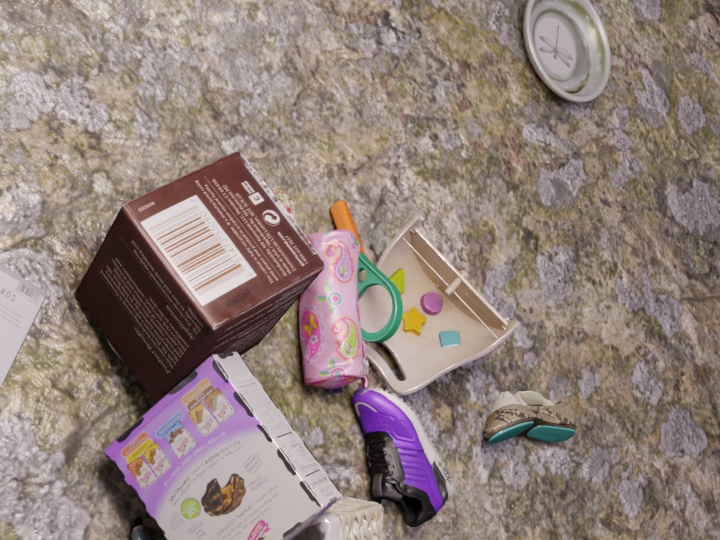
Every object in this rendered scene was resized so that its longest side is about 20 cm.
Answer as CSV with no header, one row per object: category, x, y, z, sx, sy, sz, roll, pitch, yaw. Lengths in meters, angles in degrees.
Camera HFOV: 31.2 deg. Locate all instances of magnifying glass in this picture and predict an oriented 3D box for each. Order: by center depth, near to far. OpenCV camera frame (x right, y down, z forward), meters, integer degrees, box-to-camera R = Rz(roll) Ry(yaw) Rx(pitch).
magnifying glass,0.000,0.000,1.659,0.022,0.080,0.200,16,49,-51

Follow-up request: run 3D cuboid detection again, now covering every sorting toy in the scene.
sorting toy,0.071,0.066,1.704,0.200,0.107,0.180,47,67,2

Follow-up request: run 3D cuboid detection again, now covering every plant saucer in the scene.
plant saucer,0.316,-0.358,2.043,0.200,0.050,0.201,11,73,-39

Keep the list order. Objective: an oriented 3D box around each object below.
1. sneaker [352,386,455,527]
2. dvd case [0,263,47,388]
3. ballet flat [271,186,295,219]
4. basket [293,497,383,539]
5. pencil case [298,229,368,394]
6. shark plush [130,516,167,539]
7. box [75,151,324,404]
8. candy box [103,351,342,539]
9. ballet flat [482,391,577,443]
sneaker,0.042,0.245,1.648,0.100,0.070,0.200,-45,108,-35
dvd case,-0.426,0.070,1.321,0.150,0.025,0.200,37,57,-28
ballet flat,-0.116,-0.022,1.583,0.076,0.064,0.200,37,57,-26
basket,-0.056,0.357,1.467,0.123,0.135,0.200,-3,95,-56
pencil case,-0.036,0.051,1.616,0.087,0.087,0.200,5,75,-40
shark plush,-0.223,0.301,1.414,0.083,0.091,0.200,38,57,9
box,-0.178,0.009,1.399,0.164,0.200,0.166,-32,80,-38
candy box,-0.147,0.217,1.379,0.200,0.168,0.072,52,14,10
ballet flat,0.231,0.207,1.832,0.200,0.068,0.075,6,54,-45
